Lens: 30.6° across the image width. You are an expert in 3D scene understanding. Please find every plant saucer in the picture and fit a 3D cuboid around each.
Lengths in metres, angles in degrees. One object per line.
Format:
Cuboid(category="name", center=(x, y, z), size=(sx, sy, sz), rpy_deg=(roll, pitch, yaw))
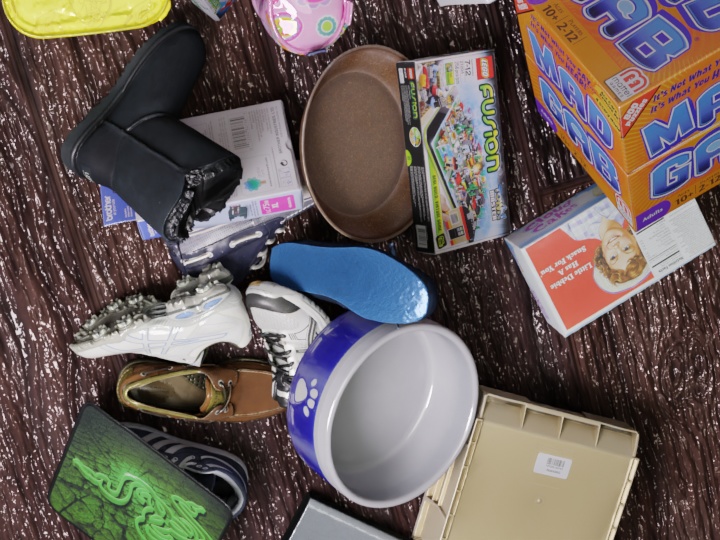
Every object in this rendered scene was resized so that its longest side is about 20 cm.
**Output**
Cuboid(category="plant saucer", center=(0.004, -0.131, 1.360), size=(0.199, 0.036, 0.203), rpy_deg=(-5, 98, -44))

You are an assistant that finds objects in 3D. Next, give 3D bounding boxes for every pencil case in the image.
Cuboid(category="pencil case", center=(-0.058, -0.262, 1.277), size=(0.086, 0.200, 0.088), rpy_deg=(-3, 106, -9))

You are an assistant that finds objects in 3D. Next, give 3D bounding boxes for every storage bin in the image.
Cuboid(category="storage bin", center=(0.186, 0.243, 1.472), size=(0.198, 0.094, 0.201), rpy_deg=(15, 97, -12))

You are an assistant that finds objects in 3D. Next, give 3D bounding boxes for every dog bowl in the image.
Cuboid(category="dog bowl", center=(0.024, 0.138, 1.367), size=(0.199, 0.079, 0.202), rpy_deg=(-15, 116, -33))

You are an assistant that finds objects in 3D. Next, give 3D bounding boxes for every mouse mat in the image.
Cuboid(category="mouse mat", center=(-0.234, 0.246, 1.370), size=(0.199, 0.008, 0.162), rpy_deg=(34, 121, 11))

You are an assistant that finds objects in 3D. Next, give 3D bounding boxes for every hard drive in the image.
Cuboid(category="hard drive", center=(-0.006, 0.353, 1.490), size=(0.199, 0.033, 0.141), rpy_deg=(27, 95, -13))

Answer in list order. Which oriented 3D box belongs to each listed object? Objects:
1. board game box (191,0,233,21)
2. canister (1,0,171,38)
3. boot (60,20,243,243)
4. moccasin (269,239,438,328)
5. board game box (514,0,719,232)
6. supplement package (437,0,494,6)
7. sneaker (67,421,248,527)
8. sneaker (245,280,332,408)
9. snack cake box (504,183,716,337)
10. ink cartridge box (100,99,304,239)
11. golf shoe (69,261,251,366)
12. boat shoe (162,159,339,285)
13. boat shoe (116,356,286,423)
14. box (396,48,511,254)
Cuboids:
Cuboid(category="board game box", center=(-0.121, -0.309, 1.257), size=(0.034, 0.200, 0.127), rpy_deg=(37, 92, -3))
Cuboid(category="canister", center=(-0.257, -0.268, 1.241), size=(0.147, 0.200, 0.088), rpy_deg=(-8, 102, -8))
Cuboid(category="boot", center=(-0.174, -0.135, 1.286), size=(0.167, 0.077, 0.201), rpy_deg=(31, 71, 25))
Cuboid(category="moccasin", center=(0.000, 0.000, 1.333), size=(0.068, 0.199, 0.081), rpy_deg=(-5, 111, -55))
Cuboid(category="board game box", center=(0.296, -0.208, 1.310), size=(0.199, 0.201, 0.200), rpy_deg=(-30, 144, -3))
Cuboid(category="supplement package", center=(0.141, -0.346, 1.295), size=(0.155, 0.200, 0.112), rpy_deg=(-30, 104, -3))
Cuboid(category="sneaker", center=(-0.211, 0.216, 1.388), size=(0.198, 0.109, 0.071), rpy_deg=(13, 98, -12))
Cuboid(category="sneaker", center=(-0.064, 0.097, 1.369), size=(0.088, 0.075, 0.200), rpy_deg=(-57, 129, -27))
Cuboid(category="snack cake box", center=(0.275, -0.031, 1.448), size=(0.199, 0.067, 0.116), rpy_deg=(-30, 106, -3))
Cuboid(category="ink cartridge box", center=(-0.164, -0.100, 1.333), size=(0.198, 0.042, 0.120), rpy_deg=(-10, 57, -5))
Cuboid(category="golf shoe", center=(-0.205, 0.070, 1.359), size=(0.198, 0.079, 0.098), rpy_deg=(-17, 119, 22))
Cuboid(category="boat shoe", center=(-0.110, -0.047, 1.384), size=(0.198, 0.075, 0.094), rpy_deg=(-17, 120, -7))
Cuboid(category="boat shoe", center=(-0.160, 0.134, 1.401), size=(0.198, 0.068, 0.073), rpy_deg=(-1, 98, -12))
Cuboid(category="box", center=(0.100, -0.128, 1.394), size=(0.109, 0.035, 0.202), rpy_deg=(-15, 104, -33))
